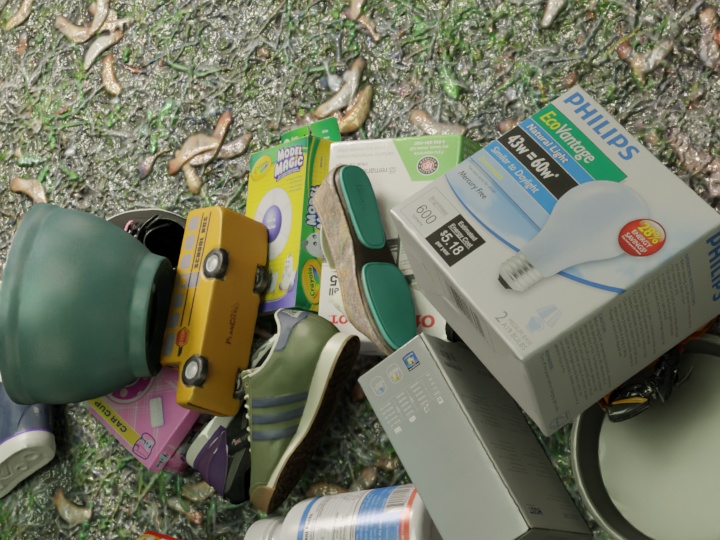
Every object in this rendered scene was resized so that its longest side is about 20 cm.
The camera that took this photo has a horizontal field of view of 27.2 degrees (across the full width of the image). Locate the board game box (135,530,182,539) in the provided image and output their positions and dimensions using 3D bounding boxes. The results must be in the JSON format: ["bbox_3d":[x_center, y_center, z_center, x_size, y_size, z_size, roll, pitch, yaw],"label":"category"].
[{"bbox_3d":[-0.129,0.339,1.410,0.200,0.046,0.152,7,120,39],"label":"board game box"}]

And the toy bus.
[{"bbox_3d":[-0.145,0.040,1.463,0.078,0.065,0.201,-6,69,44],"label":"toy bus"}]

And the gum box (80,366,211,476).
[{"bbox_3d":[-0.226,0.115,1.562,0.200,0.066,0.114,38,95,30],"label":"gum box"}]

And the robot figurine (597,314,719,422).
[{"bbox_3d":[0.237,0.038,1.293,0.200,0.058,0.145,-44,47,-15],"label":"robot figurine"}]

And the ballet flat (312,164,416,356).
[{"bbox_3d":[0.000,0.000,1.379,0.067,0.068,0.200,-35,59,40],"label":"ballet flat"}]

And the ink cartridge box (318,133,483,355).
[{"bbox_3d":[0.044,-0.022,1.436,0.145,0.084,0.201,-2,79,29],"label":"ink cartridge box"}]

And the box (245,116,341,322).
[{"bbox_3d":[-0.071,-0.053,1.503,0.117,0.048,0.201,-11,69,55],"label":"box"}]

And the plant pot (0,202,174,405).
[{"bbox_3d":[-0.258,0.040,1.463,0.134,0.200,0.201,6,81,6],"label":"plant pot"}]

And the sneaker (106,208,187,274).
[{"bbox_3d":[-0.222,-0.035,1.576,0.200,0.099,0.071,12,86,31],"label":"sneaker"}]

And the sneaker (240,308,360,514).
[{"bbox_3d":[-0.077,0.126,1.418,0.090,0.067,0.201,31,110,18],"label":"sneaker"}]

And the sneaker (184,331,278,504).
[{"bbox_3d":[-0.086,0.145,1.484,0.088,0.076,0.200,43,110,25],"label":"sneaker"}]

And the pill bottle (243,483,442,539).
[{"bbox_3d":[-0.006,0.262,1.385,0.200,0.112,0.113,-13,73,29],"label":"pill bottle"}]

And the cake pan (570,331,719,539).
[{"bbox_3d":[0.282,0.154,1.296,0.200,0.037,0.201,-7,76,27],"label":"cake pan"}]

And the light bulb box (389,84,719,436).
[{"bbox_3d":[0.167,-0.011,1.227,0.200,0.125,0.198,-34,54,-9],"label":"light bulb box"}]

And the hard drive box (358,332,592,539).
[{"bbox_3d":[0.103,0.167,1.323,0.077,0.156,0.200,-37,63,17],"label":"hard drive box"}]

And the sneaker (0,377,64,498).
[{"bbox_3d":[-0.421,0.171,1.658,0.200,0.081,0.147,-30,58,23],"label":"sneaker"}]

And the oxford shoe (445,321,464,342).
[{"bbox_3d":[0.156,-0.001,1.350,0.084,0.073,0.200,38,75,23],"label":"oxford shoe"}]
